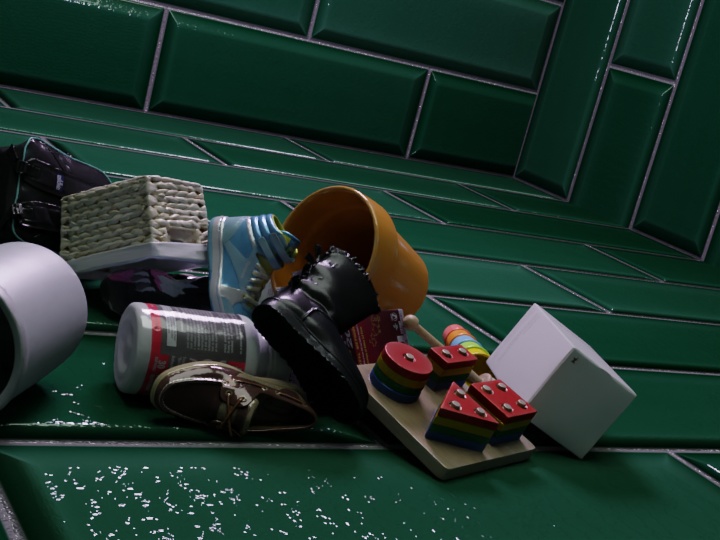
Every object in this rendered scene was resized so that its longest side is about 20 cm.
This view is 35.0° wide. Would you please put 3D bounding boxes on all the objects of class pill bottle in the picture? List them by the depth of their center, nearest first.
[{"bbox_3d":[-0.190,0.104,1.395,0.200,0.111,0.111,8,15,-26],"label":"pill bottle"}]

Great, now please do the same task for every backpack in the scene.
[{"bbox_3d":[-0.476,-0.091,1.752,0.153,0.176,0.200,-14,-22,41],"label":"backpack"}]

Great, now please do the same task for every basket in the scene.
[{"bbox_3d":[-0.328,-0.059,1.666,0.200,0.124,0.136,-9,-8,33],"label":"basket"}]

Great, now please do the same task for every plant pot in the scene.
[{"bbox_3d":[0.000,0.000,1.690,0.200,0.200,0.183,28,1,43],"label":"plant pot"}]

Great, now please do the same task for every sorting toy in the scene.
[{"bbox_3d":[0.110,0.164,1.465,0.199,0.070,0.200,-1,35,-49],"label":"sorting toy"}]

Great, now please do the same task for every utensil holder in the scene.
[{"bbox_3d":[-0.403,0.061,1.230,0.170,0.170,0.200,16,10,4],"label":"utensil holder"}]

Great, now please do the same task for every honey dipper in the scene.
[{"bbox_3d":[0.133,0.128,1.611,0.200,0.038,0.038,41,3,-22],"label":"honey dipper"}]

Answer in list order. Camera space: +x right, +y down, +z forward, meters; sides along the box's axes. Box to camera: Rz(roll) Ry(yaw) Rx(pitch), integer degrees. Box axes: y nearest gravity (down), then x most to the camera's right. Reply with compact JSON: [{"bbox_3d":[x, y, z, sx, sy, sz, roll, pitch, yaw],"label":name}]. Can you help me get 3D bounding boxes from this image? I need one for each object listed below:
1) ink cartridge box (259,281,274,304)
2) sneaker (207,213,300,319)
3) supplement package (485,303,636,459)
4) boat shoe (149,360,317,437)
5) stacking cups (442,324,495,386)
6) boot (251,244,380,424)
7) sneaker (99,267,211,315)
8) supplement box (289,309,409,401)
[{"bbox_3d":[-0.095,0.044,1.839,0.116,0.067,0.200,1,19,-43],"label":"ink cartridge box"},{"bbox_3d":[-0.145,0.008,1.621,0.130,0.200,0.080,-10,-16,11],"label":"sneaker"},{"bbox_3d":[0.277,0.152,1.616,0.121,0.120,0.200,37,8,-15],"label":"supplement package"},{"bbox_3d":[-0.142,0.156,1.328,0.200,0.072,0.072,15,11,-29],"label":"boat shoe"},{"bbox_3d":[0.169,0.132,1.806,0.060,0.061,0.200,13,10,-6],"label":"stacking cups"},{"bbox_3d":[-0.029,0.073,1.422,0.198,0.073,0.162,49,42,1],"label":"boot"},{"bbox_3d":[-0.291,0.039,1.676,0.200,0.080,0.086,9,-4,-36],"label":"sneaker"},{"bbox_3d":[-0.016,0.113,1.531,0.061,0.109,0.200,-20,-11,40],"label":"supplement box"}]
